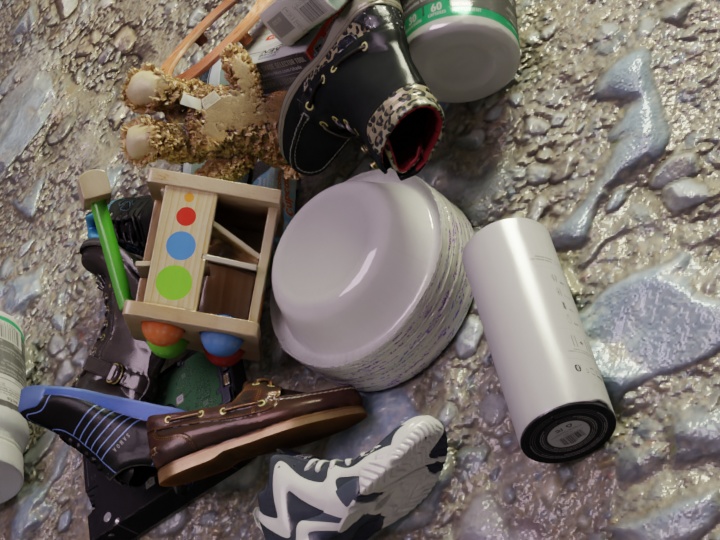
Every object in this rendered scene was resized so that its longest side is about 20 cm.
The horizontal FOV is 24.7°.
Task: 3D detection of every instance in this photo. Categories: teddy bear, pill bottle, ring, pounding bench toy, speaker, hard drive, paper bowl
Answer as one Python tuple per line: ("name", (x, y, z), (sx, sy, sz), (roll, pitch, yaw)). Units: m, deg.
("teddy bear", (-0.136, -0.142, 1.585), (0.067, 0.199, 0.146), (128, 126, -70))
("pill bottle", (-0.417, 0.148, 1.786), (0.113, 0.113, 0.201), (-33, 46, 24))
("ring", (-0.147, -0.243, 1.716), (0.200, 0.019, 0.201), (-39, 21, 18))
("pounding bench toy", (-0.182, -0.001, 1.544), (0.199, 0.124, 0.157), (10, 76, 0))
("pill bottle", (0.088, -0.269, 1.558), (0.113, 0.113, 0.201), (-26, 50, 30))
("speaker", (0.143, 0.053, 1.341), (0.081, 0.081, 0.201), (-35, 46, 22))
("hard drive", (-0.190, 0.169, 1.616), (0.200, 0.038, 0.140), (-36, 46, 23))
("paper bowl", (0.000, 0.000, 1.493), (0.200, 0.104, 0.201), (-24, 49, 31))

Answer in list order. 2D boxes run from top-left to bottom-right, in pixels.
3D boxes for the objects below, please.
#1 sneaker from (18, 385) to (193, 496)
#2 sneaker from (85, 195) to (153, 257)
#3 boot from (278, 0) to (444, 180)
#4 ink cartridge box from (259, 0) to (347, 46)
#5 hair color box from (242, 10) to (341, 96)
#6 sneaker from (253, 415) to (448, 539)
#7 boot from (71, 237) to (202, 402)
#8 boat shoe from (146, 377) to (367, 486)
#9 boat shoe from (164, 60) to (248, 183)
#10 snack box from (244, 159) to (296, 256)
("sneaker", (-0.240, 0.159, 1.551), (0.199, 0.070, 0.078), (8, 75, 20))
("sneaker", (-0.229, -0.039, 1.709), (0.200, 0.082, 0.074), (-175, 78, -68))
("boot", (-0.003, -0.128, 1.469), (0.204, 0.073, 0.154), (-59, 39, 36))
("ink cartridge box", (0.004, -0.304, 1.538), (0.200, 0.050, 0.161), (-46, 10, -16))
("hair color box", (-0.039, -0.253, 1.673), (0.111, 0.064, 0.200), (-7, 39, 40))
("sneaker", (-0.021, 0.175, 1.419), (0.199, 0.079, 0.130), (-55, 49, 17))
("boot", (-0.253, 0.070, 1.654), (0.200, 0.069, 0.175), (24, 82, 42))
("boat shoe", (-0.096, 0.132, 1.476), (0.199, 0.070, 0.071), (-16, 69, 1))
("boat shoe", (-0.163, -0.129, 1.703), (0.091, 0.071, 0.201), (-22, 47, 42))
("snack box", (-0.119, -0.095, 1.713), (0.116, 0.037, 0.201), (-22, 52, 35))
